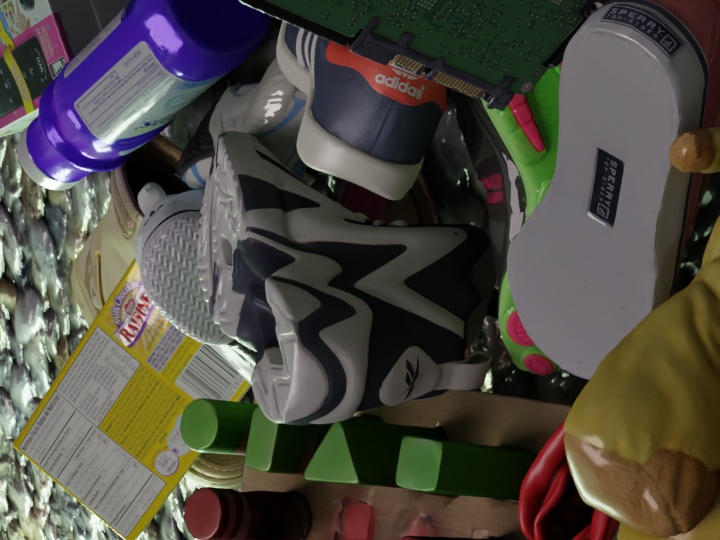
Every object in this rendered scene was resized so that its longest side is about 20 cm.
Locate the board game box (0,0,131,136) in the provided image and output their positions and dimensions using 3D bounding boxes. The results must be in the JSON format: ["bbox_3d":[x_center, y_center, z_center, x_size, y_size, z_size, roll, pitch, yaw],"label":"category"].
[{"bbox_3d":[-0.223,-0.176,1.194,0.200,0.064,0.149,-12,97,60],"label":"board game box"}]

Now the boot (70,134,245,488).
[{"bbox_3d":[-0.111,0.025,1.134,0.201,0.072,0.156,59,147,22],"label":"boot"}]

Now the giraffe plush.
[{"bbox_3d":[0.191,0.042,0.621,0.161,0.172,0.202,13,85,42],"label":"giraffe plush"}]

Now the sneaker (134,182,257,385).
[{"bbox_3d":[-0.052,0.025,1.004,0.200,0.075,0.115,44,-176,-28],"label":"sneaker"}]

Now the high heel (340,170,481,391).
[{"bbox_3d":[0.036,0.040,0.910,0.096,0.067,0.201,125,134,-66],"label":"high heel"}]

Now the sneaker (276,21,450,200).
[{"bbox_3d":[0.010,-0.107,0.828,0.200,0.074,0.085,-106,38,-63],"label":"sneaker"}]

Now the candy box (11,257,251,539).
[{"bbox_3d":[-0.132,0.074,1.106,0.102,0.026,0.200,41,123,4],"label":"candy box"}]

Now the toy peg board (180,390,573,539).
[{"bbox_3d":[-0.008,0.149,0.844,0.199,0.098,0.201,6,86,39],"label":"toy peg board"}]

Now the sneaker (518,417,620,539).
[{"bbox_3d":[0.112,0.124,0.794,0.078,0.115,0.201,30,132,46],"label":"sneaker"}]

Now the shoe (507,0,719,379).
[{"bbox_3d":[0.118,-0.043,0.717,0.071,0.091,0.201,35,146,23],"label":"shoe"}]

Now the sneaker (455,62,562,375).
[{"bbox_3d":[0.085,-0.045,0.799,0.084,0.076,0.201,-106,7,-62],"label":"sneaker"}]

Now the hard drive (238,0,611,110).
[{"bbox_3d":[0.060,-0.155,0.622,0.200,0.139,0.038,-51,41,27],"label":"hard drive"}]

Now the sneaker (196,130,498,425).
[{"bbox_3d":[0.000,0.000,0.859,0.199,0.129,0.080,-125,42,-57],"label":"sneaker"}]

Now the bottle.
[{"bbox_3d":[-0.134,-0.108,1.041,0.200,0.083,0.065,-33,93,45],"label":"bottle"}]

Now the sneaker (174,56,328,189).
[{"bbox_3d":[-0.048,-0.071,0.984,0.072,0.072,0.200,33,165,-16],"label":"sneaker"}]
